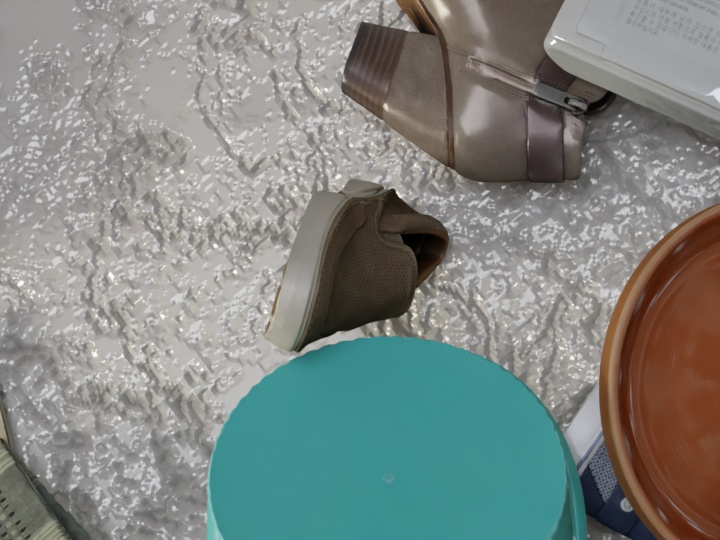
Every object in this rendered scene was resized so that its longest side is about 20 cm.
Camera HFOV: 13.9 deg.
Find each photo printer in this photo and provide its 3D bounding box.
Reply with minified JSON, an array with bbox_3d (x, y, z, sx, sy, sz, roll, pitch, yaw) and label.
[{"bbox_3d":[0.209,-0.167,1.522,0.166,0.069,0.201,25,83,22],"label":"photo printer"}]

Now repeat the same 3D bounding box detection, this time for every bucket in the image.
[{"bbox_3d":[0.016,0.141,1.465,0.205,0.135,0.208,-1,49,1],"label":"bucket"}]

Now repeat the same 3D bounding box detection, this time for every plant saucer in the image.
[{"bbox_3d":[0.211,0.061,1.491,0.199,0.032,0.202,1,86,-19],"label":"plant saucer"}]

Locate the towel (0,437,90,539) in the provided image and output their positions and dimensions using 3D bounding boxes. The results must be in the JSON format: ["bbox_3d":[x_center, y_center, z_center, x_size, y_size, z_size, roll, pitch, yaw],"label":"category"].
[{"bbox_3d":[-0.225,0.189,1.529,0.200,0.035,0.193,-45,27,-2],"label":"towel"}]

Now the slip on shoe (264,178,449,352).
[{"bbox_3d":[0.000,0.000,1.516,0.060,0.200,0.077,20,102,7],"label":"slip on shoe"}]

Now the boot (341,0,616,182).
[{"bbox_3d":[0.081,-0.145,1.603,0.145,0.070,0.201,17,81,10],"label":"boot"}]

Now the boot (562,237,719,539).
[{"bbox_3d":[0.181,0.052,1.531,0.090,0.073,0.201,34,88,5],"label":"boot"}]

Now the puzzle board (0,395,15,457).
[{"bbox_3d":[-0.285,0.124,1.636,0.199,0.017,0.152,-19,72,7],"label":"puzzle board"}]
